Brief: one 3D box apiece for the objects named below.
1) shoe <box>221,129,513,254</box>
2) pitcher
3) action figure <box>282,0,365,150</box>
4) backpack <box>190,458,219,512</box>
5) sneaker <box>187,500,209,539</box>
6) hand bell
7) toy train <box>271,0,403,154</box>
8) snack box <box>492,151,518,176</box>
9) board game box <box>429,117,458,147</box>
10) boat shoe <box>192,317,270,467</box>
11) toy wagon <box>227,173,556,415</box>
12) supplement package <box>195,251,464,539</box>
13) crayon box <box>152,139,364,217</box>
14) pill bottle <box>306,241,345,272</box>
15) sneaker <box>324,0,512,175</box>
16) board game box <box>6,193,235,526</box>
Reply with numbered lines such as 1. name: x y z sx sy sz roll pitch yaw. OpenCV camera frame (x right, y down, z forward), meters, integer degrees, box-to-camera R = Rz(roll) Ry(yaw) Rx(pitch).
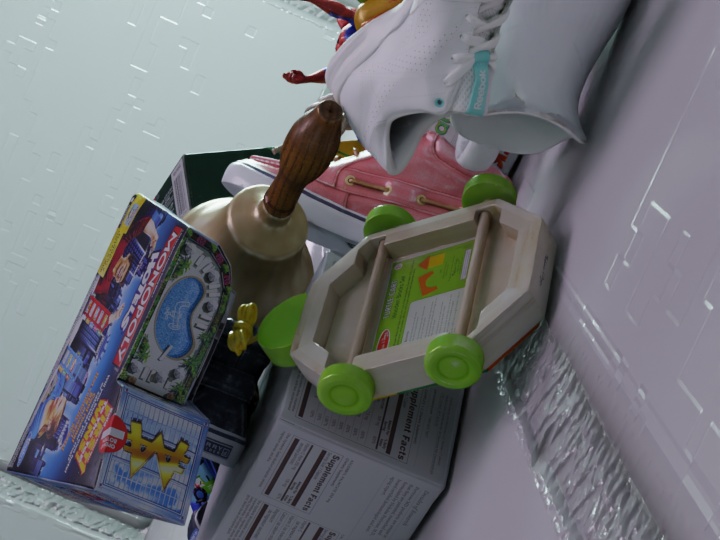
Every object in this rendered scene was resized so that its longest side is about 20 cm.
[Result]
1. shoe: 0.006 -0.059 1.369 0.091 0.199 0.071 -64 -22 -11
2. pitcher: 0.104 -0.168 1.231 0.172 0.121 0.201 150 132 -72
3. action figure: -0.026 -0.161 1.579 0.200 0.098 0.065 -92 19 -52
4. backpack: -0.110 0.089 1.620 0.134 0.201 0.183 -24 11 1
5. sneaker: -0.087 0.238 1.400 0.201 0.108 0.070 -73 9 -45
6. hand bell: -0.048 -0.048 1.243 0.200 0.104 0.105 126 166 -55
7. toy train: 0.013 -0.169 1.363 0.085 0.199 0.116 47 -156 -55
8. snack box: 0.129 -0.151 1.372 0.072 0.024 0.201 -77 12 -65
9. board game box: 0.102 -0.162 1.445 0.201 0.034 0.126 -63 -5 11
10. boat shoe: -0.098 0.072 1.292 0.091 0.071 0.200 -67 14 -4
11. toy wagon: 0.016 0.020 1.139 0.199 0.040 0.156 -17 34 26
12. supplement package: -0.021 0.121 1.257 0.156 0.110 0.200 -75 11 -48
13. crayon box: -0.077 -0.057 1.644 0.200 0.172 0.059 144 118 -72
14. pill bottle: 0.000 0.000 1.506 0.200 0.112 0.113 139 154 -77
15. sneaker: 0.058 -0.134 1.119 0.200 0.075 0.089 -50 54 43
16. board game box: -0.131 0.068 1.178 0.201 0.061 0.200 -65 22 2
